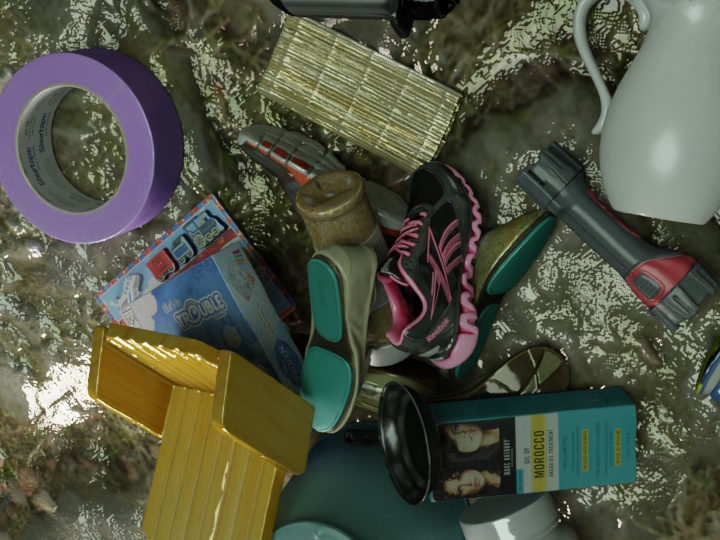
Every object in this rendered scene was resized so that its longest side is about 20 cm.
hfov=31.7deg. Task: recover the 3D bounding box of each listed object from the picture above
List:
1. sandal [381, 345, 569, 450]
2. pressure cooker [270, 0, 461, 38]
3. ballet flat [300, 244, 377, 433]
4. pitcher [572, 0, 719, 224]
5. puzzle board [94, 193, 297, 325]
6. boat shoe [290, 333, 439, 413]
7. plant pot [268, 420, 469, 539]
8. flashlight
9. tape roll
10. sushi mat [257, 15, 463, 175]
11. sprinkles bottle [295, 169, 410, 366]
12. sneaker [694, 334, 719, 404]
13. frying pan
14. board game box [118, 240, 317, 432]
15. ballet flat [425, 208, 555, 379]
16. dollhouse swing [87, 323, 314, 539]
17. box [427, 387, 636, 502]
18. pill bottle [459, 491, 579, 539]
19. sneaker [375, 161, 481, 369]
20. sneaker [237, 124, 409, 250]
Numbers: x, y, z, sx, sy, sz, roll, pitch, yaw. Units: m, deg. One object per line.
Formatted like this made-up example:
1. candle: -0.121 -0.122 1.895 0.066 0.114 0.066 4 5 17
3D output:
1. sandal: 0.114 0.139 1.254 0.200 0.054 0.080 -31 93 4
2. pressure cooker: 0.021 -0.311 1.120 0.199 0.179 0.176 7 121 20
3. ballet flat: -0.014 0.062 1.177 0.069 0.069 0.201 17 125 17
4. pitcher: 0.255 -0.149 1.106 0.171 0.121 0.201 13 98 35
5. puzzle board: -0.183 0.034 1.372 0.200 0.017 0.151 -38 88 26
6. boat shoe: -0.020 0.112 1.296 0.199 0.073 0.063 13 108 17
7. plant pot: -0.011 0.277 1.271 0.199 0.188 0.201 6 106 21
8. flashlight: 0.235 -0.035 1.160 0.068 0.068 0.200 -45 82 -4
9. tape roll: -0.290 -0.133 1.346 0.199 0.066 0.201 5 106 20
10. sushi mat: -0.002 -0.173 1.249 0.200 0.012 0.096 29 111 13
11. sprinkles bottle: 0.000 0.000 1.214 0.068 0.068 0.200 -3 130 22
12. sneaker: 0.382 0.050 1.124 0.082 0.074 0.200 36 121 8
13. frying pan: 0.035 0.174 1.196 0.190 0.031 0.115 121 137 -59
14. board game box: -0.142 0.093 1.300 0.200 0.043 0.200 -26 93 49
15. ballet flat: 0.115 0.012 1.225 0.071 0.071 0.200 32 113 11
16. dollhouse swing: -0.174 0.173 1.198 0.200 0.182 0.176 8 68 41
17. box: 0.159 0.165 1.204 0.199 0.049 0.083 -5 105 -5
18. pill bottle: 0.177 0.319 1.248 0.113 0.113 0.201 -20 96 25
19. sneaker: 0.057 -0.011 1.184 0.079 0.095 0.201 -24 63 52
20. sneaker: -0.047 -0.070 1.261 0.200 0.077 0.082 34 119 11
